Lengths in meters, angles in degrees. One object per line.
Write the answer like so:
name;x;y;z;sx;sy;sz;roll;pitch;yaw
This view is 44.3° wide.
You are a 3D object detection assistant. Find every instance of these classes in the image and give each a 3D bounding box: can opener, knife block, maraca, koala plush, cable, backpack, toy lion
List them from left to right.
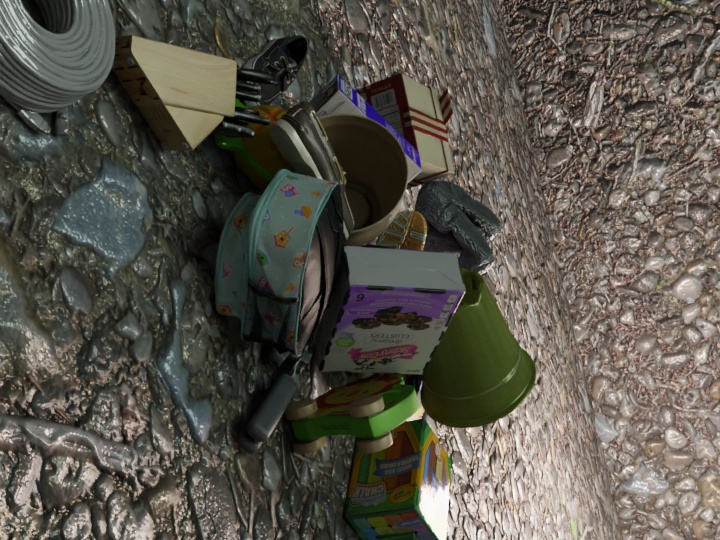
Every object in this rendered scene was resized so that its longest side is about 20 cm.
cable;-0.328;-0.261;0.875;0.200;0.068;0.204;44;40;-51
knife block;-0.194;-0.239;1.088;0.177;0.063;0.202;-53;129;-30
maraca;-0.134;-0.178;1.231;0.198;0.107;0.139;28;36;-29
can opener;-0.120;0.153;1.169;0.066;0.054;0.201;38;32;-4
backpack;-0.097;-0.024;1.121;0.177;0.150;0.203;-63;173;-53
toy lion;0.003;0.189;1.238;0.190;0.197;0.070;-22;98;-47
koala plush;0.136;-0.049;1.668;0.183;0.200;0.178;40;34;-8

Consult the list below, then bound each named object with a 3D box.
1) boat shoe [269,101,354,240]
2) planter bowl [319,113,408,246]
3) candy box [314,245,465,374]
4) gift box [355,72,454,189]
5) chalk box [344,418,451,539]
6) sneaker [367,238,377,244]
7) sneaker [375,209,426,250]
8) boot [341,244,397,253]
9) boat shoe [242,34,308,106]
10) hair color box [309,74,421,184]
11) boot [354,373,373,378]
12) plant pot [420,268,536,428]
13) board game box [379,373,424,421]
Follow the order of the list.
boat shoe;-0.051;-0.130;1.187;0.060;0.071;0.202;-44;126;-21
planter bowl;-0.027;-0.116;1.358;0.135;0.195;0.205;90;-1;-65
candy box;0.036;0.061;1.244;0.202;0.164;0.073;110;-24;-47
gift box;0.066;-0.255;1.610;0.186;0.181;0.205;6;76;-62
chalk box;0.059;0.352;1.354;0.125;0.122;0.203;57;29;-36
sneaker;0.024;-0.033;1.488;0.115;0.071;0.203;-113;178;-66
sneaker;0.052;0.005;1.398;0.088;0.074;0.204;70;38;-74
boot;0.000;0.000;1.314;0.075;0.195;0.076;-11;97;-71
boat shoe;-0.124;-0.307;1.355;0.071;0.065;0.201;64;27;-25
hair color box;-0.004;-0.206;1.440;0.199;0.109;0.065;39;26;-28
boot;-0.010;0.098;1.407;0.199;0.069;0.150;-22;104;-61
plant pot;0.162;0.108;1.400;0.202;0.196;0.193;-70;145;-51
board game box;0.084;0.162;1.513;0.200;0.055;0.170;-14;108;-72
